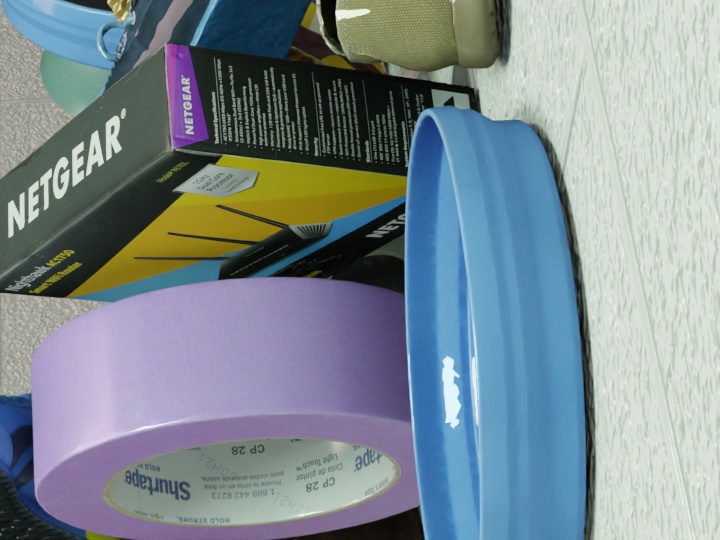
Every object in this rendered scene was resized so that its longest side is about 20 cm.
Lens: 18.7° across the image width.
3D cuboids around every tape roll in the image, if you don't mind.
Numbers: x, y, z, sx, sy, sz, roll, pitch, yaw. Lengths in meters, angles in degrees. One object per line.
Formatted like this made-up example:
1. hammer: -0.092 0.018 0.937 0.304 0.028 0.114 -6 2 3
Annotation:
1. tape roll: -0.052 0.070 1.023 0.200 0.200 0.066 99 167 -66

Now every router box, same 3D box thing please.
1. router box: -0.062 -0.034 0.963 0.200 0.149 0.051 -30 60 54

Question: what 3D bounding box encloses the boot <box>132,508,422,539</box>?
1. boot: -0.041 0.154 1.166 0.200 0.166 0.072 -103 25 -65

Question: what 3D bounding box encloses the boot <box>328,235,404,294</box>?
1. boot: 0.000 0.000 1.146 0.200 0.072 0.144 88 177 -55

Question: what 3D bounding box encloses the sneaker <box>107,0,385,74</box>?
1. sneaker: -0.050 -0.113 1.102 0.200 0.075 0.090 50 -159 22

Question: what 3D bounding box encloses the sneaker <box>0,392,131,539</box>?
1. sneaker: -0.175 0.087 1.070 0.200 0.066 0.079 44 -139 -54

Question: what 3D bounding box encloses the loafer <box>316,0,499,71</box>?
1. loafer: 0.013 -0.129 0.916 0.200 0.067 0.076 -114 21 -75

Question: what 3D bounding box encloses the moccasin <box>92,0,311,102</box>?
1. moccasin: -0.071 -0.109 1.012 0.200 0.080 0.068 -51 48 34

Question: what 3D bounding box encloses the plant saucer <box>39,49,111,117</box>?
1. plant saucer: -0.085 -0.132 1.269 0.200 0.200 0.036 -101 13 -56

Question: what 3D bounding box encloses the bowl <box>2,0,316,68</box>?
1. bowl: -0.108 -0.169 1.242 0.201 0.200 0.039 -101 13 -56

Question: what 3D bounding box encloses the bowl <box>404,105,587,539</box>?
1. bowl: 0.047 0.039 0.802 0.201 0.039 0.201 177 90 -85
